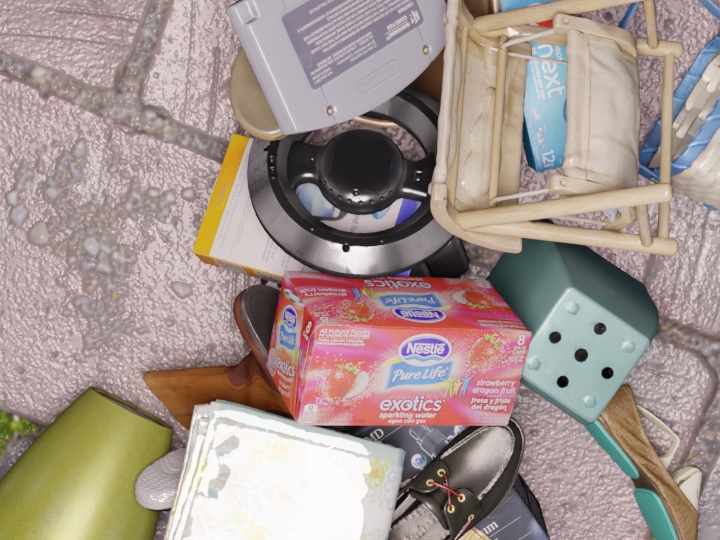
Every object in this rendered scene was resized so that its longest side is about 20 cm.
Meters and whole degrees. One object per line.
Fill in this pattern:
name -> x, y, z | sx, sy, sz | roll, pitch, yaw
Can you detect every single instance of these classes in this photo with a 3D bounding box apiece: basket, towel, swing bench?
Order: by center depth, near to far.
swing bench -> 0.166, -0.126, 1.156 | 0.198, 0.130, 0.201 | 1, 70, 15
towel -> -0.072, 0.218, 1.239 | 0.198, 0.048, 0.173 | 14, 81, 1
basket -> 0.302, -0.153, 1.266 | 0.199, 0.139, 0.177 | 37, 84, -13

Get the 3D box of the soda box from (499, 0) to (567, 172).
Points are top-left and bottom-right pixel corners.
soda box -> 0.170, -0.199, 1.301 | 0.064, 0.068, 0.202 | -13, 100, 2

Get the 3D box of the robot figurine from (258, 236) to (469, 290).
robot figurine -> 0.000, 0.000, 1.309 | 0.198, 0.151, 0.126 | -23, 112, 4

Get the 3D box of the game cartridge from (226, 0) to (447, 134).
game cartridge -> -0.010, -0.203, 1.169 | 0.199, 0.041, 0.134 | -35, 107, -30

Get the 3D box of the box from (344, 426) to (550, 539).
box -> 0.069, 0.210, 1.357 | 0.148, 0.107, 0.201 | -35, 98, 7

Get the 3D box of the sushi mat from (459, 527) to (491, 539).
sushi mat -> 0.058, 0.327, 1.318 | 0.095, 0.012, 0.200 | 40, 98, -6

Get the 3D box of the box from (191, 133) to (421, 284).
box -> -0.040, -0.042, 1.247 | 0.198, 0.042, 0.120 | 16, 77, 13

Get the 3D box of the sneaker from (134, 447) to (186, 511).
sneaker -> -0.131, 0.231, 1.341 | 0.199, 0.075, 0.115 | -9, 114, -41

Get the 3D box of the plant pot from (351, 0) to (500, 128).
plant pot -> 0.028, -0.238, 1.282 | 0.199, 0.093, 0.203 | 0, 101, 1

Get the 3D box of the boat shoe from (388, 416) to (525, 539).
boat shoe -> 0.076, 0.214, 1.268 | 0.074, 0.063, 0.202 | 44, 97, 12

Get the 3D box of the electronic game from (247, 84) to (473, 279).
electronic game -> 0.001, -0.084, 1.198 | 0.198, 0.042, 0.202 | 1, 64, -1

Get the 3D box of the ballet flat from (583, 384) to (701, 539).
ballet flat -> 0.296, 0.199, 1.383 | 0.072, 0.068, 0.201 | -34, 95, -13

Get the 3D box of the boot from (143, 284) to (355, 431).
boot -> -0.121, 0.088, 1.293 | 0.198, 0.069, 0.188 | -5, 143, 34

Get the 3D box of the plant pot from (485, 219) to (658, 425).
plant pot -> 0.188, 0.055, 1.281 | 0.141, 0.200, 0.142 | 33, 100, -5

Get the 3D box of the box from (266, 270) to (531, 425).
box -> 0.031, 0.066, 1.168 | 0.198, 0.100, 0.096 | 3, 115, -22

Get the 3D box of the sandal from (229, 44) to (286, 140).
sandal -> -0.061, -0.212, 1.189 | 0.080, 0.054, 0.202 | 22, 86, 16

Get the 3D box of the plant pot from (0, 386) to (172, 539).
plant pot -> -0.268, 0.223, 1.341 | 0.186, 0.187, 0.201 | 27, 85, -5
